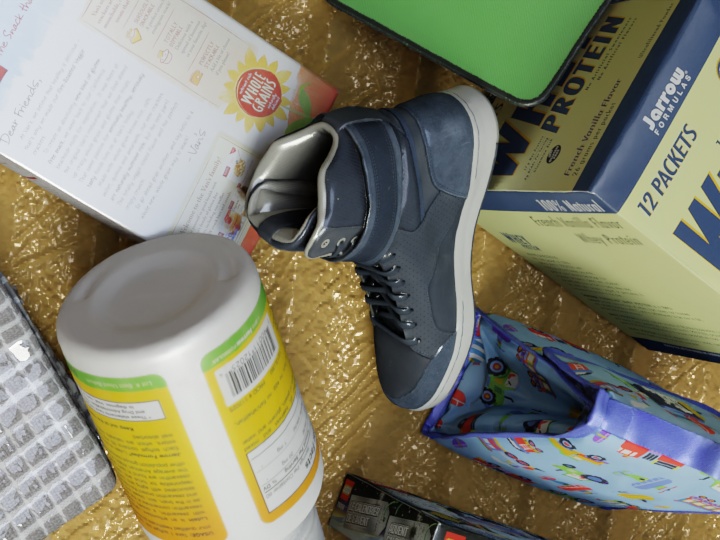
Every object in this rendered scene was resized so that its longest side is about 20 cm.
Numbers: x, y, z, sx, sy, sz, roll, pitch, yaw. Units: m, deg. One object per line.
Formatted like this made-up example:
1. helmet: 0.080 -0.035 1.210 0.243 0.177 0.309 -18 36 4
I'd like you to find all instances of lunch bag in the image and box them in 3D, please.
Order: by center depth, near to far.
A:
1. lunch bag: 0.154 0.100 0.947 0.150 0.200 0.094 24 85 -23

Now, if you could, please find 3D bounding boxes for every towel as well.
1. towel: -0.243 0.096 0.839 0.200 0.086 0.166 -35 107 -17

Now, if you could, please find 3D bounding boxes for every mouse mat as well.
1. mouse mat: 0.091 -0.208 0.945 0.161 0.008 0.200 31 79 19

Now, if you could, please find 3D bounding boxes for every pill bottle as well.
1. pill bottle: -0.084 0.090 0.875 0.111 0.111 0.201 -29 125 -18

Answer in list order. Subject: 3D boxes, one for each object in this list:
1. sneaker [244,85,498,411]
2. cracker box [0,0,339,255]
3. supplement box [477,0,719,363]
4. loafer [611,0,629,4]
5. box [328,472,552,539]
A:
1. sneaker: -0.001 -0.001 0.906 0.146 0.077 0.203 -14 119 -40
2. cracker box: -0.130 -0.096 0.887 0.200 0.058 0.134 32 82 -23
3. supplement box: 0.189 -0.049 0.950 0.200 0.200 0.135 35 80 -21
4. loafer: 0.170 -0.175 1.012 0.200 0.072 0.063 32 63 -26
5. box: 0.096 0.181 0.964 0.199 0.137 0.040 21 86 -24
